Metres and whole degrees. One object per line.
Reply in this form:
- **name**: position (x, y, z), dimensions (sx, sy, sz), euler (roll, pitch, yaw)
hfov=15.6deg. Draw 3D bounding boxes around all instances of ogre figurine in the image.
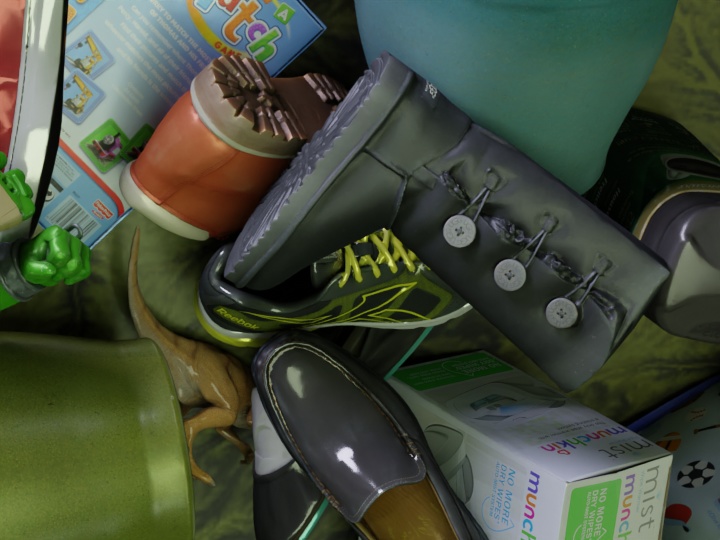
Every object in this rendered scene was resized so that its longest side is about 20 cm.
- **ogre figurine**: position (-0.254, -0.013, 1.366), dimensions (0.199, 0.099, 0.120), euler (0, 150, -47)

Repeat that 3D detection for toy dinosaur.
- **toy dinosaur**: position (-0.101, 0.066, 1.588), dimensions (0.200, 0.060, 0.107), euler (35, 76, -33)

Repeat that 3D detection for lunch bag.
- **lunch bag**: position (0.257, 0.142, 1.661), dimensions (0.199, 0.170, 0.124), euler (-29, 122, -3)

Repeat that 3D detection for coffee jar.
- **coffee jar**: position (0.184, -0.027, 1.549), dimensions (0.104, 0.200, 0.086), euler (8, 109, -21)

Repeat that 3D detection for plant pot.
- **plant pot**: position (-0.198, 0.116, 1.487), dimensions (0.192, 0.200, 0.202), euler (-9, 114, -14)
- **plant pot**: position (0.086, -0.144, 1.484), dimensions (0.199, 0.200, 0.189), euler (-6, 126, -15)

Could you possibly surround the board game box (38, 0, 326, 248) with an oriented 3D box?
- **board game box**: position (-0.141, -0.126, 1.498), dimensions (0.200, 0.037, 0.151), euler (-42, 117, 4)

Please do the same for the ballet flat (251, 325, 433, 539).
- **ballet flat**: position (-0.025, 0.072, 1.570), dimensions (0.068, 0.068, 0.201), euler (38, 70, -21)

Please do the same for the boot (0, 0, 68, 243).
- **boot**: position (-0.232, -0.114, 1.424), dimensions (0.143, 0.072, 0.201), euler (4, 99, -4)

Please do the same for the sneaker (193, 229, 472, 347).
- **sneaker**: position (0.000, 0.000, 1.513), dimensions (0.199, 0.085, 0.075), euler (-16, 80, -1)

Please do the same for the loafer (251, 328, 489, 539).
- **loafer**: position (0.013, 0.117, 1.497), dimensions (0.073, 0.072, 0.200), euler (-41, 97, 1)

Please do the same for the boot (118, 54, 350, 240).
- **boot**: position (-0.052, -0.059, 1.520), dimensions (0.107, 0.075, 0.199), euler (-44, 147, 25)

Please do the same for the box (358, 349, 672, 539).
- **box**: position (0.090, 0.177, 1.607), dimensions (0.096, 0.176, 0.201), euler (-10, 117, -38)

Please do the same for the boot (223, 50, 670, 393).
- **boot**: position (0.047, -0.001, 1.441), dimensions (0.200, 0.066, 0.165), euler (35, 116, -13)
